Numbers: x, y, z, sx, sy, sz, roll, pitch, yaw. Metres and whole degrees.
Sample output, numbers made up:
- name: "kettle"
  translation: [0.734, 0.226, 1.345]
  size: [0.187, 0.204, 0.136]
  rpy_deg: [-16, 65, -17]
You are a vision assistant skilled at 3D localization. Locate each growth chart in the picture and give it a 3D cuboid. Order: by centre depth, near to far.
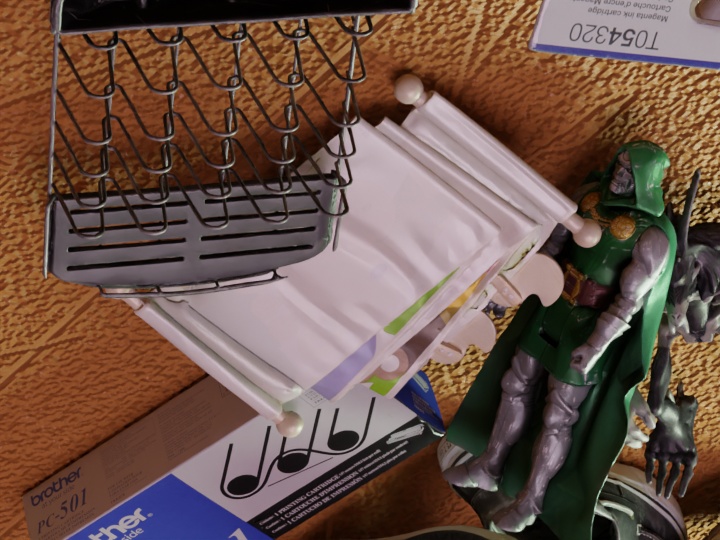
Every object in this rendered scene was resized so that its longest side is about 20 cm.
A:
- name: "growth chart"
  translation: [0.000, 0.000, 1.259]
  size: [0.200, 0.018, 0.145]
  rpy_deg: [-35, 116, 19]

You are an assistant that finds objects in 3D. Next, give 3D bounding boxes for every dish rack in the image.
- name: "dish rack"
  translation: [-0.064, -0.062, 1.151]
  size: [0.153, 0.055, 0.200]
  rpy_deg: [-4, 130, -16]

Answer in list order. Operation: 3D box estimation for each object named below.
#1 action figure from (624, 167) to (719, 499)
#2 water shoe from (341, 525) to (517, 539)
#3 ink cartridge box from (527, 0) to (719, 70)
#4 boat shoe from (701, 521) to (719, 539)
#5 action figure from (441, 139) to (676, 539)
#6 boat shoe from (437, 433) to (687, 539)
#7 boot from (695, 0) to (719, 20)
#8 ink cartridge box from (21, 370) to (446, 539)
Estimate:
- name: "action figure"
  translation: [0.170, 0.039, 1.348]
  size: [0.119, 0.102, 0.200]
  rpy_deg: [-11, 142, 10]
- name: "water shoe"
  translation: [0.049, 0.173, 1.443]
  size: [0.200, 0.072, 0.079]
  rpy_deg: [1, 171, 44]
- name: "ink cartridge box"
  translation: [0.171, -0.178, 1.091]
  size: [0.196, 0.043, 0.200]
  rpy_deg: [3, 119, -27]
- name: "boat shoe"
  translation: [0.212, 0.183, 1.525]
  size: [0.200, 0.068, 0.072]
  rpy_deg: [-32, 157, -25]
- name: "action figure"
  translation: [0.101, 0.027, 1.294]
  size: [0.055, 0.118, 0.200]
  rpy_deg: [2, 117, -44]
- name: "boat shoe"
  translation: [0.115, 0.144, 1.477]
  size: [0.072, 0.071, 0.200]
  rpy_deg: [-40, 138, 25]
- name: "boot"
  translation: [0.244, -0.114, 1.230]
  size: [0.200, 0.074, 0.096]
  rpy_deg: [15, 138, -24]
- name: "ink cartridge box"
  translation: [-0.065, 0.099, 1.372]
  size: [0.200, 0.044, 0.094]
  rpy_deg: [-32, 138, 17]
